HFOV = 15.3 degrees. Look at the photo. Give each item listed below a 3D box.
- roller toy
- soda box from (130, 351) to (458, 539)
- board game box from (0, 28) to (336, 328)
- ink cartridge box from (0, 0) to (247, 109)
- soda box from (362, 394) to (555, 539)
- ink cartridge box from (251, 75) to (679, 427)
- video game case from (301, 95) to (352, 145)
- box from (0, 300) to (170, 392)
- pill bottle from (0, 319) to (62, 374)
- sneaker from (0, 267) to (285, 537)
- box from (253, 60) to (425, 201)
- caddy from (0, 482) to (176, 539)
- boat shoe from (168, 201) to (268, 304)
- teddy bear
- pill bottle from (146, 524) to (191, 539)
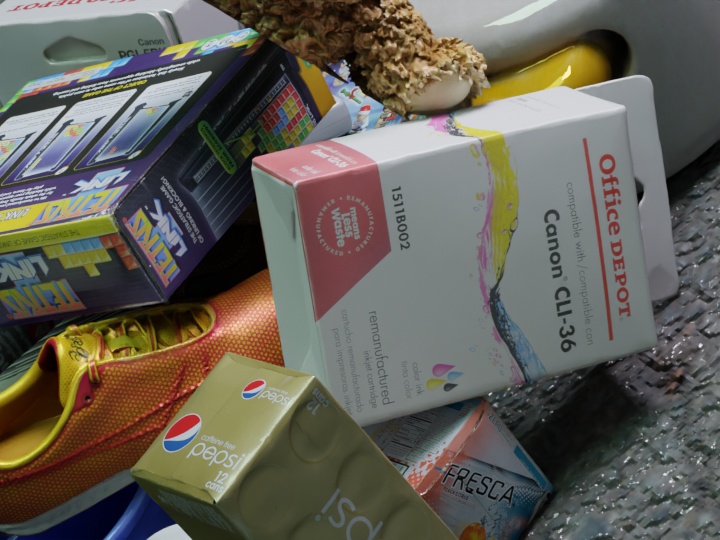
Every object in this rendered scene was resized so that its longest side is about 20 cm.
[{"bbox_3d":[0.103,-0.133,1.356,0.200,0.140,0.182,-46,33,-17],"label":"roller toy"},{"bbox_3d":[-0.001,0.124,1.092,0.064,0.200,0.068,13,59,52],"label":"soda box"},{"bbox_3d":[-0.133,-0.043,1.337,0.199,0.057,0.166,-8,34,43],"label":"board game box"},{"bbox_3d":[-0.103,-0.150,1.523,0.146,0.083,0.200,0,30,34],"label":"ink cartridge box"},{"bbox_3d":[-0.004,0.086,1.267,0.064,0.068,0.200,-50,34,-19],"label":"soda box"},{"bbox_3d":[0.061,-0.012,1.202,0.199,0.117,0.067,-15,16,-17],"label":"ink cartridge box"},{"bbox_3d":[-0.128,-0.068,1.499,0.199,0.022,0.182,-28,27,-16],"label":"video game case"},{"bbox_3d":[-0.120,0.053,1.427,0.200,0.068,0.082,-41,32,-4],"label":"box"},{"bbox_3d":[-0.254,0.078,1.494,0.110,0.111,0.201,-9,43,39],"label":"pill bottle"},{"bbox_3d":[-0.104,0.052,1.257,0.199,0.077,0.073,-32,41,-11],"label":"sneaker"},{"bbox_3d":[-0.006,-0.090,1.518,0.199,0.040,0.137,-5,44,43],"label":"box"},{"bbox_3d":[-0.167,0.149,1.320,0.200,0.105,0.141,-41,33,-4],"label":"caddy"},{"bbox_3d":[0.000,0.000,1.346,0.199,0.070,0.071,0,87,12],"label":"boat shoe"},{"bbox_3d":[-0.025,-0.134,1.236,0.067,0.199,0.145,-59,-12,2],"label":"teddy bear"},{"bbox_3d":[-0.065,0.182,1.170,0.111,0.111,0.201,-12,41,36],"label":"pill bottle"}]
